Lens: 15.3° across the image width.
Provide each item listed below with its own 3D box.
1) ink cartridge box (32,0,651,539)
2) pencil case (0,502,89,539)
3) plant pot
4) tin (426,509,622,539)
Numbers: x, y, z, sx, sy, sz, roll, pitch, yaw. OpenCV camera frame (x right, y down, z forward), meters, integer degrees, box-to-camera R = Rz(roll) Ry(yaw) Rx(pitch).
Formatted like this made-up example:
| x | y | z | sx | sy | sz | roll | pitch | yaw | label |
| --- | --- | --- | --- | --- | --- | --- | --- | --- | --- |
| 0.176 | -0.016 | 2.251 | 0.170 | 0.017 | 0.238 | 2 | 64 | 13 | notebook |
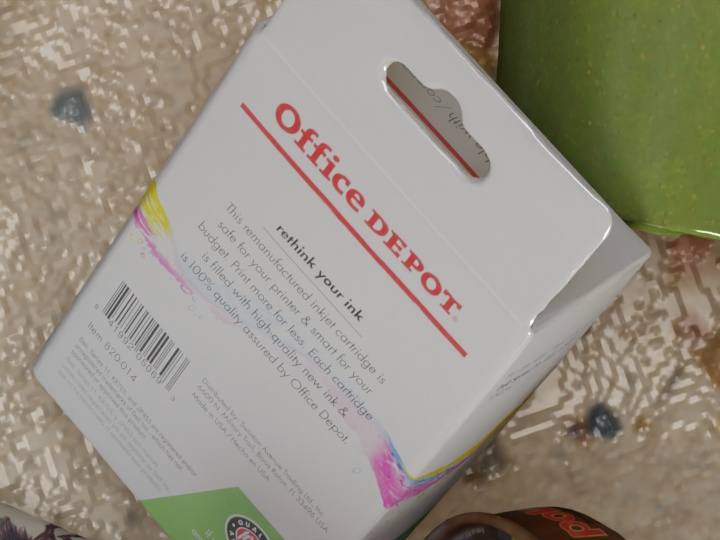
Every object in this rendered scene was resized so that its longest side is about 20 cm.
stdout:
| x | y | z | sx | sy | sz | roll | pitch | yaw | label |
| --- | --- | --- | --- | --- | --- | --- | --- | --- | --- |
| 0.000 | 0.000 | 0.762 | 0.117 | 0.067 | 0.200 | 48 | 131 | 12 | ink cartridge box |
| -0.097 | 0.124 | 0.810 | 0.199 | 0.078 | 0.090 | 24 | 67 | 3 | pencil case |
| 0.117 | -0.106 | 0.787 | 0.198 | 0.200 | 0.192 | 11 | 97 | 2 | plant pot |
| 0.054 | 0.168 | 0.771 | 0.042 | 0.112 | 0.202 | -5 | 97 | -26 | tin |
